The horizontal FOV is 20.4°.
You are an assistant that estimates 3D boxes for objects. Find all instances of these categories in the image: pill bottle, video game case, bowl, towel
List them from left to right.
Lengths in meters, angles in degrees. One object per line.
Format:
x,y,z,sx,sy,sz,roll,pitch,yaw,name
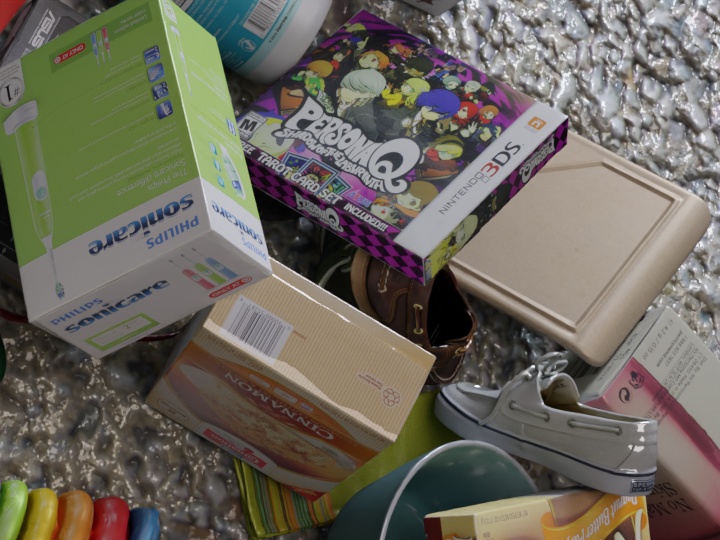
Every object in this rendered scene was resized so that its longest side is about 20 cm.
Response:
-0.126,-0.235,1.529,0.200,0.111,0.111,31,66,-18,pill bottle
-0.005,0.149,1.559,0.199,0.018,0.086,-9,84,-29,towel
0.023,-0.096,1.487,0.200,0.036,0.181,31,56,25,video game case
0.047,0.229,1.501,0.200,0.105,0.202,8,79,-43,bowl

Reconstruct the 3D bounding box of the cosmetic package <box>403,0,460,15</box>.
0.052,-0.343,1.613,0.164,0.165,0.201,21,70,-21,cosmetic package

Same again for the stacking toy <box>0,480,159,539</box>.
-0.247,0.182,1.375,0.199,0.116,0.110,25,69,-17,stacking toy

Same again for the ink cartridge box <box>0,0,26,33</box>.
-0.355,-0.207,1.443,0.200,0.045,0.176,39,65,-15,ink cartridge box

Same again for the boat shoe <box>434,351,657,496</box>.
0.142,0.101,1.527,0.074,0.202,0.086,-3,107,-45,boat shoe

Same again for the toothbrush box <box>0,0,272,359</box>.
-0.158,-0.066,1.347,0.086,0.145,0.201,38,31,-55,toothbrush box

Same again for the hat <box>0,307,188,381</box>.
-0.276,0.050,1.417,0.200,0.166,0.176,40,20,17,hat

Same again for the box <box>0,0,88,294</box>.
-0.220,-0.082,1.482,0.158,0.048,0.201,32,66,-19,box

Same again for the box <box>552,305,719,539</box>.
0.252,0.143,1.628,0.200,0.128,0.109,46,63,-10,box

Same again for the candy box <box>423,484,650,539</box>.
0.137,0.224,1.479,0.200,0.055,0.116,-4,87,-46,candy box

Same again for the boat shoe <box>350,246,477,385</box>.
0.052,0.040,1.519,0.070,0.200,0.071,12,72,22,boat shoe

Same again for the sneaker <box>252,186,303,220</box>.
-0.027,-0.084,1.569,0.199,0.083,0.072,-3,106,-1,sneaker

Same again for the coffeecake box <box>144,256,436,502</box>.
-0.055,0.079,1.430,0.153,0.200,0.073,31,66,-6,coffeecake box

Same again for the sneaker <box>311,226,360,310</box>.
0.000,0.000,1.552,0.067,0.090,0.201,31,66,-16,sneaker

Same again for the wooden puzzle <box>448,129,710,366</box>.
0.159,-0.031,1.637,0.200,0.037,0.185,32,62,18,wooden puzzle
